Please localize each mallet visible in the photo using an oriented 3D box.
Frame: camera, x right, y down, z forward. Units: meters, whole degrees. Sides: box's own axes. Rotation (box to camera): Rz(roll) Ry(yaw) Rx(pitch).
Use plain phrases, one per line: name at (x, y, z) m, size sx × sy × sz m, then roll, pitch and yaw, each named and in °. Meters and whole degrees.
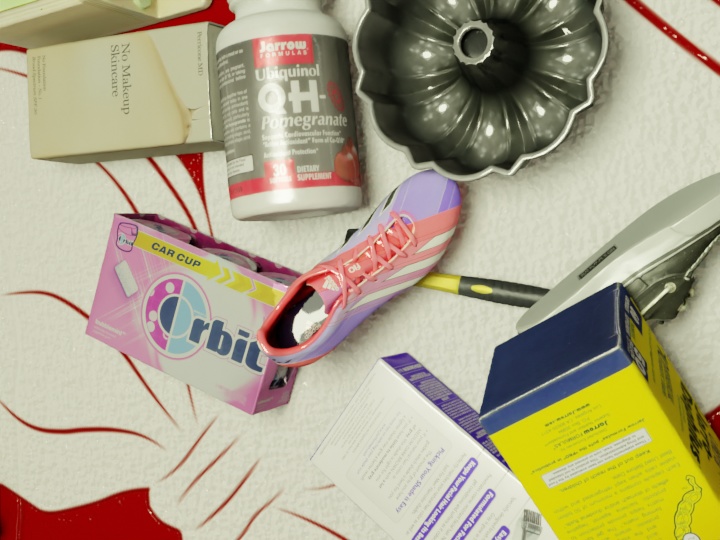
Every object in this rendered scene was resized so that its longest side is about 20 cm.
mallet at (0.074, 0.001, 0.854) m, size 0.197 × 0.041 × 0.067 m, roll 2°, pitch 90°, yaw 20°

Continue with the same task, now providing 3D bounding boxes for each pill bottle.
pill bottle at (-0.061, -0.145, 0.867) m, size 0.109 × 0.110 × 0.203 m, roll -6°, pitch 89°, yaw 24°

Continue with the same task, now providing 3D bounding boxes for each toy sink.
toy sink at (-0.248, -0.286, 0.948) m, size 0.197 × 0.112 × 0.132 m, roll -7°, pitch 89°, yaw 25°

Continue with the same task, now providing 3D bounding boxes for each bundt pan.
bundt pan at (0.098, -0.166, 0.810) m, size 0.199 × 0.076 × 0.205 m, roll -1°, pitch 89°, yaw 25°

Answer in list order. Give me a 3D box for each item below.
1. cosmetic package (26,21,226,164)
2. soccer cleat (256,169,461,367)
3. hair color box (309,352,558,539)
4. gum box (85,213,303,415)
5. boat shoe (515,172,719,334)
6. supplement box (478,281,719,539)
cosmetic package at (-0.199, -0.155, 0.952) m, size 0.197 × 0.073 × 0.105 m, roll -3°, pitch 90°, yaw 26°
soccer cleat at (0.000, 0.000, 0.818) m, size 0.200 × 0.076 × 0.067 m, roll -43°, pitch 77°, yaw 9°
hair color box at (0.069, 0.171, 0.843) m, size 0.200 × 0.065 × 0.110 m, roll 40°, pitch 106°, yaw 20°
gum box at (-0.135, 0.036, 0.930) m, size 0.198 × 0.066 × 0.115 m, roll 22°, pitch 102°, yaw 23°
boat shoe at (0.208, 0.005, 0.776) m, size 0.199 × 0.071 × 0.064 m, roll -39°, pitch 98°, yaw 17°
supplement box at (0.182, 0.131, 0.729) m, size 0.109 × 0.109 × 0.201 m, roll -30°, pitch 102°, yaw 22°
